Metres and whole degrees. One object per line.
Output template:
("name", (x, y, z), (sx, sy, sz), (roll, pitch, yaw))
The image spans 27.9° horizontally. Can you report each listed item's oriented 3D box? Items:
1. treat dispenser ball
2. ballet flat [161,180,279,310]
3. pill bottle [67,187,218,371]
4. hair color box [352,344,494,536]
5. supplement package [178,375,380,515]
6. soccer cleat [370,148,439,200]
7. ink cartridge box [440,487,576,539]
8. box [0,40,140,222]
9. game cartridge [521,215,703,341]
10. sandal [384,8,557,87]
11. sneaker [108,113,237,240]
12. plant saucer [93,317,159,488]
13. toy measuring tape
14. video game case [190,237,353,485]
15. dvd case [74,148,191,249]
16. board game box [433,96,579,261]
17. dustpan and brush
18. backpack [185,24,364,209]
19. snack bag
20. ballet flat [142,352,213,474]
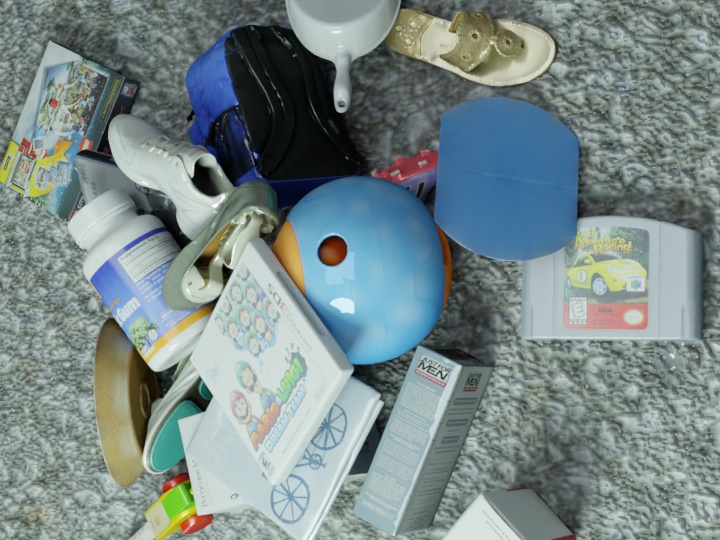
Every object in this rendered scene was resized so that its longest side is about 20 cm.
("treat dispenser ball", (0.000, 0.000, 1.565), (0.199, 0.200, 0.204), (-2, 86, 25))
("ballet flat", (-0.155, -0.012, 1.570), (0.200, 0.067, 0.064), (-50, 37, 28))
("pill bottle", (-0.254, 0.007, 1.698), (0.112, 0.112, 0.201), (-39, 83, 18))
("hair color box", (0.070, 0.186, 1.603), (0.060, 0.099, 0.202), (25, 97, 25))
("supplement package", (-0.090, 0.201, 1.669), (0.198, 0.117, 0.118), (-19, 79, 24))
("soccer cleat", (0.023, -0.072, 1.673), (0.198, 0.067, 0.077), (-27, 108, 16))
("ink cartridge box", (0.120, 0.331, 1.543), (0.086, 0.147, 0.201), (43, 105, 23))
("box", (-0.380, -0.178, 1.879), (0.136, 0.038, 0.202), (27, 98, 25))
("game cartridge", (0.268, 0.009, 1.557), (0.198, 0.041, 0.135), (-1, 82, 26))
("sandal", (0.111, -0.258, 1.630), (0.210, 0.069, 0.079), (15, 93, 26))
("sneaker", (-0.202, -0.121, 1.620), (0.200, 0.075, 0.100), (43, 139, 18))
("plant saucer", (-0.272, 0.155, 1.726), (0.035, 0.200, 0.203), (-6, 83, 6))
("toy measuring tape", (-0.227, 0.301, 1.772), (0.200, 0.073, 0.074), (-46, 67, 40))
("video game case", (-0.099, 0.099, 1.537), (0.183, 0.024, 0.201), (53, 135, 24))
("dvd case", (-0.259, -0.059, 1.764), (0.198, 0.025, 0.152), (17, 128, 34))
("board game box", (0.157, -0.093, 1.581), (0.156, 0.039, 0.202), (8, 64, -5))
("dustpan and brush", (-0.021, -0.268, 1.657), (0.138, 0.058, 0.202), (-3, 49, 6))
("backpack", (-0.123, -0.174, 1.688), (0.167, 0.161, 0.202), (-26, 77, 42))
("snack bag", (-0.090, 0.173, 1.595), (0.199, 0.021, 0.190), (29, 97, 28))
("ballet flat", (-0.209, 0.152, 1.736), (0.069, 0.070, 0.201), (22, 68, 25))
